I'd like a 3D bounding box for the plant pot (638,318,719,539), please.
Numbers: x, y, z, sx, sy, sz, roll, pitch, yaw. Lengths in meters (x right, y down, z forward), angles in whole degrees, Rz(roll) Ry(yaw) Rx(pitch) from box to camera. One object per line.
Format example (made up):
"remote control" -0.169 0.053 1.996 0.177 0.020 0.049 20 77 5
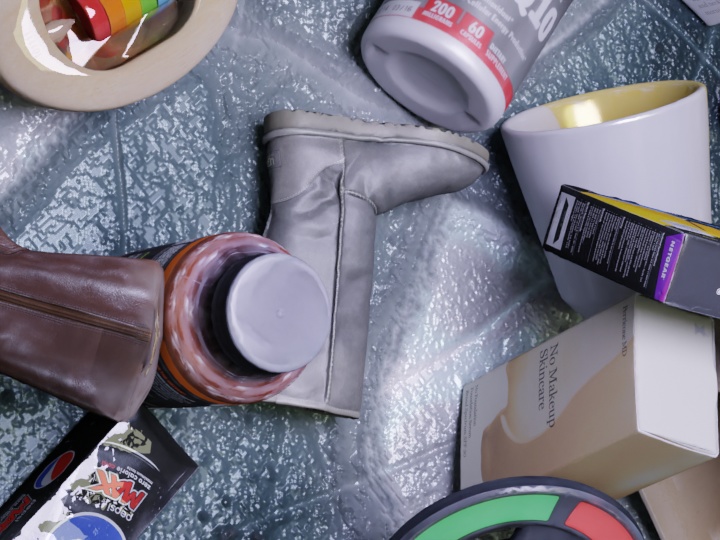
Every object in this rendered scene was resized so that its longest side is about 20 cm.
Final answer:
"plant pot" 0.324 0.110 1.584 0.177 0.199 0.201 -49 123 -39

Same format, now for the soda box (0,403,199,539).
"soda box" -0.195 0.172 1.352 0.063 0.071 0.200 49 64 -18

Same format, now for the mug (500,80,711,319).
"mug" 0.204 -0.051 1.568 0.185 0.149 0.154 -18 102 -23

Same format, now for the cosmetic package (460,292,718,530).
"cosmetic package" 0.152 0.101 1.476 0.071 0.200 0.106 18 59 -28

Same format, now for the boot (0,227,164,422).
"boot" -0.189 -0.016 1.302 0.064 0.199 0.188 16 85 -61

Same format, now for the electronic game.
"electronic game" 0.100 0.218 1.475 0.198 0.042 0.201 -5 127 -7

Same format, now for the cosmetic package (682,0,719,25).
"cosmetic package" 0.278 -0.318 1.618 0.200 0.164 0.166 39 68 -23

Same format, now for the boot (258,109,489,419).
"boot" 0.000 0.001 1.482 0.180 0.073 0.202 5 76 -16

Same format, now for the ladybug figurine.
"ladybug figurine" -0.165 -0.176 1.401 0.199 0.072 0.136 -31 100 -28

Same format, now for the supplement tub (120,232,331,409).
"supplement tub" -0.095 0.033 1.349 0.106 0.200 0.108 2 85 -29

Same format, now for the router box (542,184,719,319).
"router box" 0.243 0.001 1.442 0.199 0.149 0.051 13 98 -30

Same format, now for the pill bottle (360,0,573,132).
"pill bottle" 0.095 -0.208 1.531 0.114 0.114 0.201 40 68 -21
